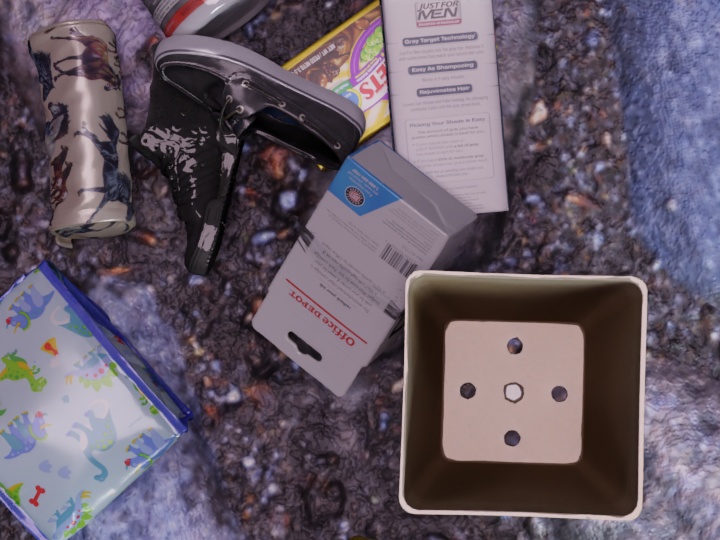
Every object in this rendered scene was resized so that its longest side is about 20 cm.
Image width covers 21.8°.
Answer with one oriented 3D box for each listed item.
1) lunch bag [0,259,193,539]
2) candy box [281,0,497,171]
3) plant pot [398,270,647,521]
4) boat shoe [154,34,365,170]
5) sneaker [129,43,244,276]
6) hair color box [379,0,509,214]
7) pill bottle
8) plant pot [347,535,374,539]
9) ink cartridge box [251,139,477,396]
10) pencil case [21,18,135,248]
[{"bbox_3d":[-0.275,0.117,1.663,0.170,0.127,0.200,-43,95,0],"label":"lunch bag"},{"bbox_3d":[0.017,-0.189,1.718,0.200,0.026,0.102,-35,89,0],"label":"candy box"},{"bbox_3d":[0.138,0.106,1.618,0.199,0.177,0.200,2,87,3],"label":"plant pot"},{"bbox_3d":[-0.094,-0.143,1.660,0.200,0.070,0.066,24,57,-11],"label":"boat shoe"},{"bbox_3d":[-0.164,-0.101,1.706,0.104,0.060,0.200,13,81,0],"label":"sneaker"},{"bbox_3d":[0.075,-0.150,1.674,0.100,0.061,0.201,-5,100,0],"label":"hair color box"},{"bbox_3d":[-0.172,-0.308,1.688,0.116,0.116,0.200,-34,86,0],"label":"pill bottle"},{"bbox_3d":[0.054,0.357,1.608,0.199,0.176,0.201,15,88,4],"label":"plant pot"},{"bbox_3d":[0.000,0.000,1.658,0.116,0.068,0.200,39,121,10],"label":"ink cartridge box"},{"bbox_3d":[-0.255,-0.124,1.700,0.089,0.078,0.201,-9,86,42],"label":"pencil case"}]
